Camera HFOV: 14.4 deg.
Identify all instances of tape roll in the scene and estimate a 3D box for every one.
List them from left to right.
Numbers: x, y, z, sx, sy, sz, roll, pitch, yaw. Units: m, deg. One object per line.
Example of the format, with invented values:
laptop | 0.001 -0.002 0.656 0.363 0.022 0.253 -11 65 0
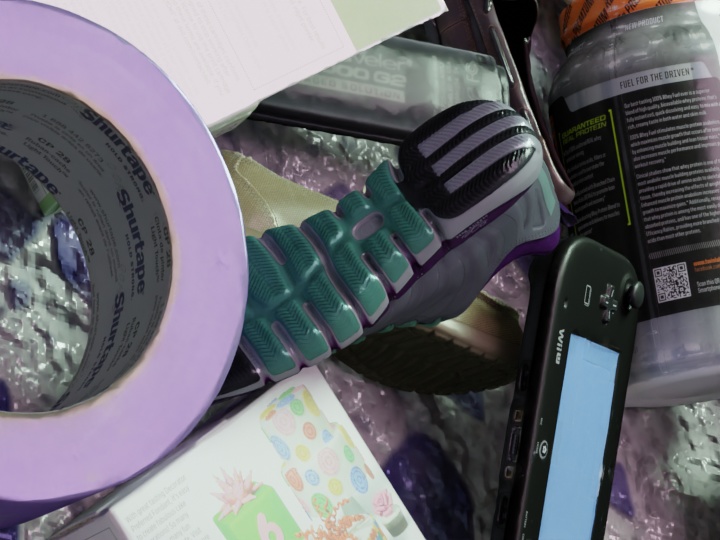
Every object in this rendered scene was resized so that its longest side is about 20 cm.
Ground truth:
tape roll | -0.150 -0.001 1.127 0.199 0.085 0.201 7 74 -27

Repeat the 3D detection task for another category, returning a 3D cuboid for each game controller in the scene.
game controller | 0.092 0.086 1.309 0.104 0.042 0.201 28 70 -71

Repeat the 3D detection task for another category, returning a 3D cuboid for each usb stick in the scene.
usb stick | -0.022 -0.091 1.327 0.199 0.033 0.056 9 69 -25

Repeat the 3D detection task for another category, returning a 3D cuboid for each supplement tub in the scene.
supplement tub | 0.161 -0.039 1.420 0.122 0.122 0.201 0 77 -42

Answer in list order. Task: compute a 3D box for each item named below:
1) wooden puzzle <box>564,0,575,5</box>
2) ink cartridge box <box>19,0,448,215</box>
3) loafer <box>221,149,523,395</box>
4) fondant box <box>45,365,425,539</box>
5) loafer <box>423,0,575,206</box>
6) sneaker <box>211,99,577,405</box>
wooden puzzle | 0.161 -0.171 1.559 0.200 0.046 0.186 41 47 -13
ink cartridge box | -0.082 -0.132 1.260 0.199 0.048 0.146 -27 88 -22
loafer | 0.000 0.000 1.301 0.199 0.076 0.068 25 61 -32
fondant box | -0.026 0.160 1.211 0.144 0.058 0.201 -35 96 -46
loafer | 0.070 -0.112 1.420 0.072 0.063 0.201 27 52 -56
sneaker | 0.002 0.014 1.223 0.088 0.199 0.075 53 7 -49
